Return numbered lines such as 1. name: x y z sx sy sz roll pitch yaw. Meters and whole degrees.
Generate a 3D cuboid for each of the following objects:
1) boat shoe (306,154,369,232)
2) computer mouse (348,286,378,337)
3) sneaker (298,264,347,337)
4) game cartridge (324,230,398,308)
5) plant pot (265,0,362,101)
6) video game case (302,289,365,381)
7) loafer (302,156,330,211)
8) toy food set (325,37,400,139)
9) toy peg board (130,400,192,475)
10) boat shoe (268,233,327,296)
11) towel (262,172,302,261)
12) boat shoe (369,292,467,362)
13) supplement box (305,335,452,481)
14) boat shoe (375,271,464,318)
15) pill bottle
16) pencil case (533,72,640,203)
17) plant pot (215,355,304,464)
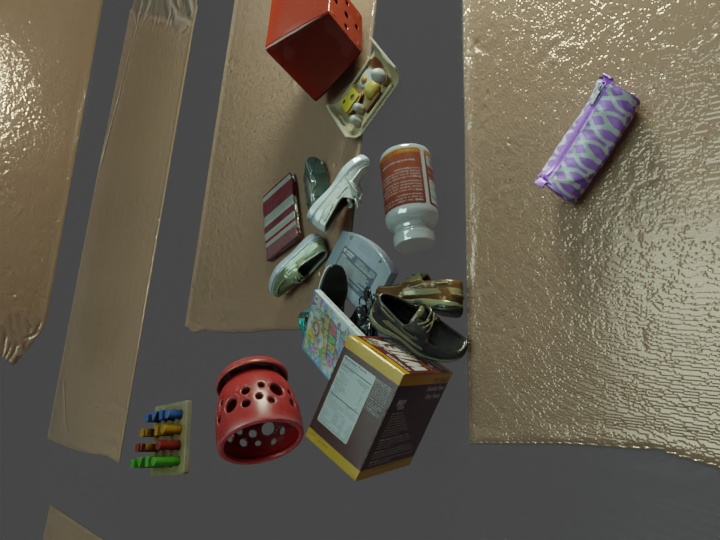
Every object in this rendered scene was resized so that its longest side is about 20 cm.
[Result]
1. boat shoe: -0.030 -0.169 1.344 0.086 0.075 0.203 38 80 23
2. computer mouse: 0.004 0.135 1.218 0.201 0.051 0.142 125 149 -58
3. sneaker: -0.086 0.084 1.320 0.120 0.082 0.206 11 93 60
4. game cartridge: 0.000 0.000 1.308 0.200 0.041 0.135 42 104 43
5. plant pot: -0.100 -0.589 1.453 0.173 0.199 0.205 -19 54 30
6. video game case: -0.055 0.150 1.187 0.199 0.017 0.147 40 123 46
7. loafer: -0.107 -0.188 1.456 0.063 0.070 0.204 -52 41 46
8. toy food set: 0.000 -0.438 1.412 0.201 0.060 0.145 -49 49 23
9. toy peg board: -0.592 0.494 1.723 0.197 0.096 0.205 -19 66 40
10. boat shoe: -0.156 -0.002 1.440 0.201 0.071 0.063 -49 47 20
11. towel: -0.214 -0.144 1.575 0.143 0.022 0.205 -31 57 38
12. boat shoe: 0.107 0.104 1.085 0.195 0.074 0.075 21 51 13
13. supplement box: 0.038 0.243 1.072 0.131 0.195 0.204 30 100 33
14. boat shoe: 0.120 0.043 1.154 0.196 0.075 0.076 6 77 38
15. pill bottle: 0.100 -0.143 1.191 0.111 0.111 0.206 -21 64 39
16. pencil case: 0.370 -0.212 0.957 0.084 0.084 0.203 42 109 45
17. plant pot: -0.241 0.319 1.351 0.201 0.198 0.185 -46 43 25
